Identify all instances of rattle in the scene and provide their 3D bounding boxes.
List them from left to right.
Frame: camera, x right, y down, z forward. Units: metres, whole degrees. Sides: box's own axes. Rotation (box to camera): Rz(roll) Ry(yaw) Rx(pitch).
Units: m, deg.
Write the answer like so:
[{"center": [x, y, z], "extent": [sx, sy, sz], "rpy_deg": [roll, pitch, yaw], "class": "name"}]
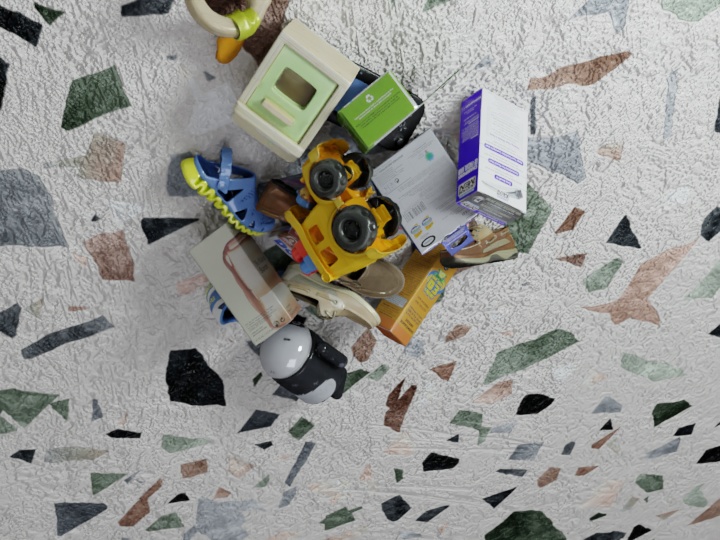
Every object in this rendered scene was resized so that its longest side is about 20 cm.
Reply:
[{"center": [-0.238, -0.413, 1.347], "extent": [0.199, 0.143, 0.131], "rpy_deg": [31, 84, -17], "class": "rattle"}]

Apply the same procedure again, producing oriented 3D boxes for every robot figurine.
[{"center": [-0.110, 0.182, 1.811], "extent": [0.150, 0.125, 0.200], "rpy_deg": [-43, 128, 7], "class": "robot figurine"}]

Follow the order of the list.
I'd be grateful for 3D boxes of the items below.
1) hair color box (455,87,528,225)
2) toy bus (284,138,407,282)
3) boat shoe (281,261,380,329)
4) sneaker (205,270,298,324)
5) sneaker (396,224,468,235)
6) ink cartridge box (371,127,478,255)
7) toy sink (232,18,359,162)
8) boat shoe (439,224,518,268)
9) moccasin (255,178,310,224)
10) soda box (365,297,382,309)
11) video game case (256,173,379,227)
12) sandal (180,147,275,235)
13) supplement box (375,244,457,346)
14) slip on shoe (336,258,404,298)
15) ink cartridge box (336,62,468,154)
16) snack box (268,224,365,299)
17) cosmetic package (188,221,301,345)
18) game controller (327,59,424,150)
[{"center": [0.222, -0.191, 1.545], "extent": [0.108, 0.203, 0.065], "rpy_deg": [21, 150, -29], "class": "hair color box"}, {"center": [-0.052, -0.081, 1.468], "extent": [0.191, 0.135, 0.202], "rpy_deg": [-32, 88, 29], "class": "toy bus"}, {"center": [-0.058, 0.059, 1.675], "extent": [0.198, 0.065, 0.072], "rpy_deg": [30, 158, 3], "class": "boat shoe"}, {"center": [-0.186, 0.057, 1.713], "extent": [0.197, 0.083, 0.075], "rpy_deg": [-12, 130, -8], "class": "sneaker"}, {"center": [0.112, -0.124, 1.654], "extent": [0.197, 0.076, 0.106], "rpy_deg": [-1, 127, -19], "class": "sneaker"}, {"center": [0.120, -0.120, 1.577], "extent": [0.136, 0.076, 0.201], "rpy_deg": [-35, 90, 5], "class": "ink cartridge box"}, {"center": [-0.113, -0.261, 1.424], "extent": [0.130, 0.112, 0.200], "rpy_deg": [36, 116, -9], "class": "toy sink"}, {"center": [0.217, -0.047, 1.717], "extent": [0.075, 0.075, 0.198], "rpy_deg": [-9, 179, 43], "class": "boat shoe"}, {"center": [-0.083, -0.077, 1.557], "extent": [0.199, 0.074, 0.078], "rpy_deg": [26, 102, -16], "class": "moccasin"}, {"center": [0.013, -0.005, 1.728], "extent": [0.068, 0.064, 0.201], "rpy_deg": [-23, 131, 6], "class": "soda box"}, {"center": [-0.062, -0.116, 1.594], "extent": [0.198, 0.019, 0.143], "rpy_deg": [-10, 136, 27], "class": "video game case"}, {"center": [-0.207, -0.135, 1.551], "extent": [0.087, 0.080, 0.200], "rpy_deg": [-35, 131, 16], "class": "sandal"}, {"center": [0.104, 0.036, 1.725], "extent": [0.201, 0.068, 0.067], "rpy_deg": [-57, 135, -12], "class": "supplement box"}, {"center": [0.000, 0.000, 1.635], "extent": [0.198, 0.060, 0.077], "rpy_deg": [28, 91, -27], "class": "slip on shoe"}, {"center": [0.061, -0.276, 1.430], "extent": [0.199, 0.148, 0.076], "rpy_deg": [-41, 95, 1], "class": "ink cartridge box"}, {"center": [-0.075, -0.011, 1.676], "extent": [0.200, 0.024, 0.071], "rpy_deg": [43, 152, -25], "class": "snack box"}, {"center": [-0.199, 0.017, 1.602], "extent": [0.087, 0.103, 0.201], "rpy_deg": [-34, 97, 12], "class": "cosmetic package"}, {"center": [0.012, -0.275, 1.521], "extent": [0.198, 0.042, 0.105], "rpy_deg": [21, 121, -30], "class": "game controller"}]
